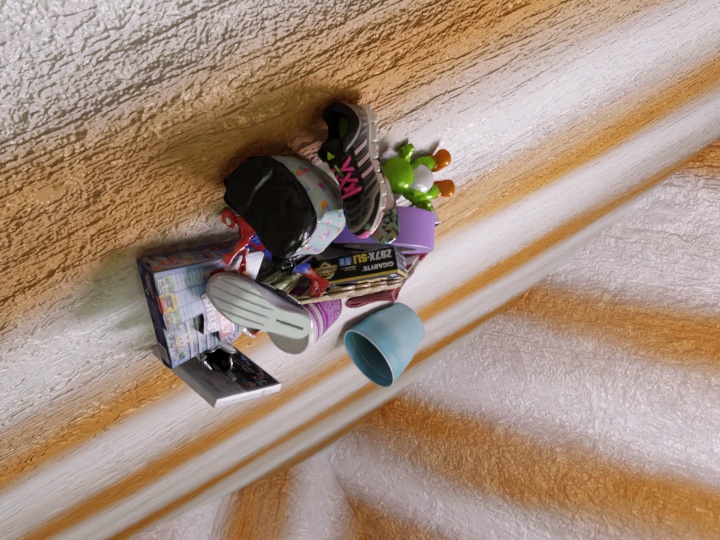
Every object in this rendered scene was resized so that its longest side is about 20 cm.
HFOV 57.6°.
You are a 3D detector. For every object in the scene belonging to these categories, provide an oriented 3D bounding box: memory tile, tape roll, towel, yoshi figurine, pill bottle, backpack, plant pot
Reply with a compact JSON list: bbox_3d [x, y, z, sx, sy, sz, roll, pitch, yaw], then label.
[{"bbox_3d":[-0.025,0.042,1.246,0.151,0.017,0.198,-13,176,39],"label":"memory tile"},{"bbox_3d":[0.036,-0.072,1.176,0.195,0.067,0.200,2,178,0],"label":"tape roll"},{"bbox_3d":[0.064,0.004,1.395,0.142,0.023,0.201,-13,-151,44],"label":"towel"},{"bbox_3d":[-0.165,0.038,1.242,0.148,0.037,0.200,-43,178,32],"label":"towel"},{"bbox_3d":[0.094,-0.165,1.165,0.197,0.113,0.113,-14,139,-37],"label":"yoshi figurine"},{"bbox_3d":[-0.102,0.078,1.351,0.112,0.112,0.200,-46,179,36],"label":"pill bottle"},{"bbox_3d":[-0.091,-0.089,0.967,0.126,0.169,0.199,-37,169,15],"label":"backpack"},{"bbox_3d":[0.082,0.199,1.907,0.187,0.200,0.201,-40,166,-28],"label":"plant pot"}]

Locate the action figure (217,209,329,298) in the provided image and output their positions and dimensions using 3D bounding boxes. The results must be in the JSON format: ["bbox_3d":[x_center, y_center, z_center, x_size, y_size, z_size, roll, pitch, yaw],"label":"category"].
[{"bbox_3d":[-0.152,-0.008,1.028,0.100,0.200,0.065,-52,-160,-14],"label":"action figure"}]

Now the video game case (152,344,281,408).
[{"bbox_3d":[-0.283,0.195,1.297,0.180,0.198,0.024,-2,118,-55],"label":"video game case"}]

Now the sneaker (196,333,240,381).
[{"bbox_3d":[-0.271,0.156,1.279,0.078,0.141,0.199,-42,160,12],"label":"sneaker"}]

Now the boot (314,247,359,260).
[{"bbox_3d":[-0.037,-0.040,1.304,0.197,0.075,0.090,-2,165,-38],"label":"boot"}]

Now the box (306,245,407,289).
[{"bbox_3d":[0.000,0.000,1.194,0.156,0.051,0.200,-9,175,8],"label":"box"}]

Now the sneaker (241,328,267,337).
[{"bbox_3d":[-0.205,0.082,1.346,0.082,0.077,0.200,-51,166,9],"label":"sneaker"}]

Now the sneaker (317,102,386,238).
[{"bbox_3d":[-0.018,-0.146,0.915,0.086,0.205,0.073,8,163,-41],"label":"sneaker"}]

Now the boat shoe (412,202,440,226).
[{"bbox_3d":[0.082,-0.073,1.406,0.198,0.067,0.073,-36,160,10],"label":"boat shoe"}]

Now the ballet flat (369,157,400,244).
[{"bbox_3d":[0.014,-0.130,0.986,0.073,0.202,0.075,-13,140,-11],"label":"ballet flat"}]

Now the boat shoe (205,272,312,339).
[{"bbox_3d":[-0.168,0.054,1.062,0.198,0.071,0.073,31,100,-34],"label":"boat shoe"}]

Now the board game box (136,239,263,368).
[{"bbox_3d":[-0.243,0.039,1.069,0.198,0.061,0.204,-29,130,-34],"label":"board game box"}]
